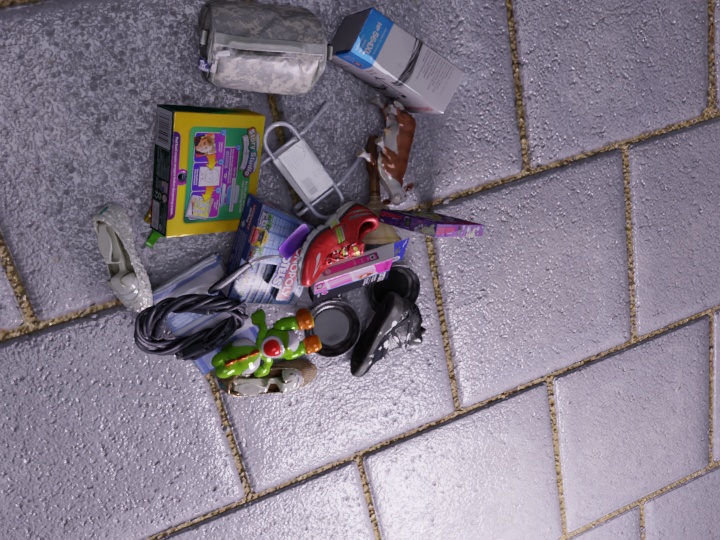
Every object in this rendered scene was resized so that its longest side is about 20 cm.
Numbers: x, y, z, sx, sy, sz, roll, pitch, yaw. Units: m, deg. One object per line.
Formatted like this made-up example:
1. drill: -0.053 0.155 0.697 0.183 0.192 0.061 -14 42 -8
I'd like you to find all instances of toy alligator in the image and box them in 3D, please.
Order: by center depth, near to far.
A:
1. toy alligator: -0.311 -0.121 1.061 0.059 0.054 0.201 33 93 -25

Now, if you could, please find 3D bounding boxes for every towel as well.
1. towel: -0.281 0.084 1.151 0.146 0.024 0.201 -30 114 -8

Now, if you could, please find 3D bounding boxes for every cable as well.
1. cable: -0.290 0.088 1.076 0.199 0.051 0.163 -27 141 14

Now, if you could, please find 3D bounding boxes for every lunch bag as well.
1. lunch bag: -0.159 -0.355 0.983 0.199 0.168 0.140 -1 106 -19

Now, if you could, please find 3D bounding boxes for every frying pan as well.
1. frying pan: -0.064 0.078 1.215 0.114 0.031 0.191 -16 103 -14
2. frying pan: 0.036 0.027 1.238 0.189 0.031 0.115 23 102 -27

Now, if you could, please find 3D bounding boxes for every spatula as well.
1. spatula: -0.169 -0.014 1.037 0.199 0.021 0.057 -29 158 1

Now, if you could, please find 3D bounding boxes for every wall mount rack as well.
1. wall mount rack: -0.084 -0.199 1.114 0.173 0.075 0.200 -38 115 -2

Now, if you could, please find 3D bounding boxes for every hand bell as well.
1. hand bell: 0.029 -0.152 1.170 0.103 0.104 0.202 -2 95 -19

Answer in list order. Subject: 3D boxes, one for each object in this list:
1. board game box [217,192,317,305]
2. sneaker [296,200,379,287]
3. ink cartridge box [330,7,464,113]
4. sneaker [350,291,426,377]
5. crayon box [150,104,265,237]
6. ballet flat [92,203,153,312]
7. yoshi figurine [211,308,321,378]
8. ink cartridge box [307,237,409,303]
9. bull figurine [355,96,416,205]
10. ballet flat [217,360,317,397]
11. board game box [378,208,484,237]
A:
1. board game box: -0.134 -0.023 1.125 0.199 0.062 0.201 6 112 -40
2. sneaker: -0.036 -0.044 1.070 0.200 0.085 0.077 -51 157 -29
3. ink cartridge box: 0.057 -0.356 1.073 0.199 0.146 0.085 27 94 -24
4. sneaker: 0.061 0.146 1.254 0.114 0.076 0.200 24 107 -24
5. crayon box: -0.250 -0.164 1.022 0.172 0.058 0.201 -11 119 -46
6. ballet flat: -0.411 -0.011 1.050 0.071 0.072 0.201 -16 109 -15
7. yoshi figurine: -0.182 0.141 1.153 0.199 0.113 0.112 -19 144 -20
8. ink cartridge box: 0.000 0.000 1.148 0.199 0.095 0.037 -20 69 -14
9. bull figurine: 0.053 -0.215 1.117 0.121 0.065 0.201 41 51 -47
10. ballet flat: -0.175 0.218 1.207 0.199 0.065 0.071 -4 110 -19
11. board game box: 0.136 -0.087 1.148 0.200 0.120 0.033 -5 114 -56
